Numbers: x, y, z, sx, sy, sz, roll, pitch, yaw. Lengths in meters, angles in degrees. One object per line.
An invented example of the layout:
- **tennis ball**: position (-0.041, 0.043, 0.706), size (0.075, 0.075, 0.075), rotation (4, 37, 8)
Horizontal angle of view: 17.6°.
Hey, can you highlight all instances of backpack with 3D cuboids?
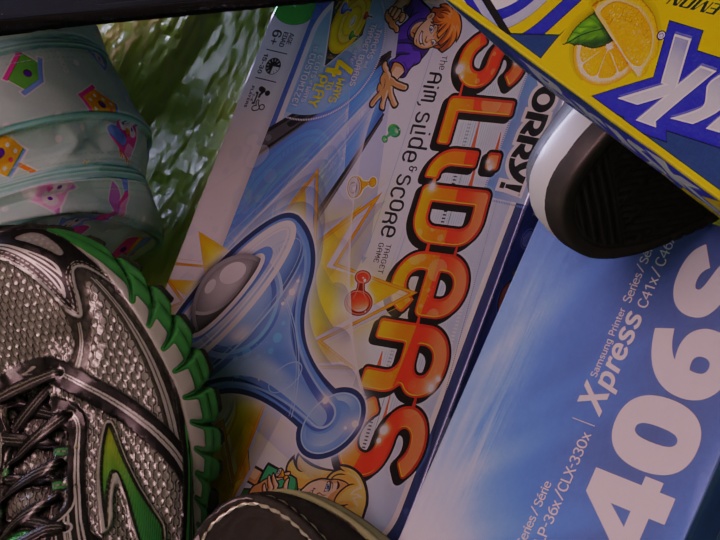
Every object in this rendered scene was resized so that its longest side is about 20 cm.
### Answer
- **backpack**: position (-0.171, -0.029, 0.861), size (0.200, 0.167, 0.127), rotation (-28, 82, 20)

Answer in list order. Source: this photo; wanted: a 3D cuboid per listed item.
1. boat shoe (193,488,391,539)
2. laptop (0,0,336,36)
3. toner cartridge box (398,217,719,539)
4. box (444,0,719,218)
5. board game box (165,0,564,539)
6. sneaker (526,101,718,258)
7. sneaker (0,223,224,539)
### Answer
- **boat shoe**: position (-0.001, 0.137, 0.667), size (0.072, 0.066, 0.201), rotation (-42, 54, 14)
- **laptop**: position (-0.079, -0.171, 0.814), size (0.200, 0.177, 0.103), rotation (-128, 35, -54)
- **toner cartridge box**: position (0.067, 0.079, 0.714), size (0.095, 0.043, 0.200), rotation (19, 83, 39)
- **box**: position (0.105, -0.042, 0.578), size (0.064, 0.070, 0.200), rotation (-51, 50, 5)
- **board game box**: position (0.000, 0.000, 0.796), size (0.135, 0.034, 0.200), rotation (14, 80, 37)
- **sneaker**: position (0.099, -0.098, 0.720), size (0.200, 0.084, 0.121), rotation (-41, 49, -16)
- **sneaker**: position (-0.088, 0.079, 0.750), size (0.078, 0.085, 0.200), rotation (-25, 79, 39)
